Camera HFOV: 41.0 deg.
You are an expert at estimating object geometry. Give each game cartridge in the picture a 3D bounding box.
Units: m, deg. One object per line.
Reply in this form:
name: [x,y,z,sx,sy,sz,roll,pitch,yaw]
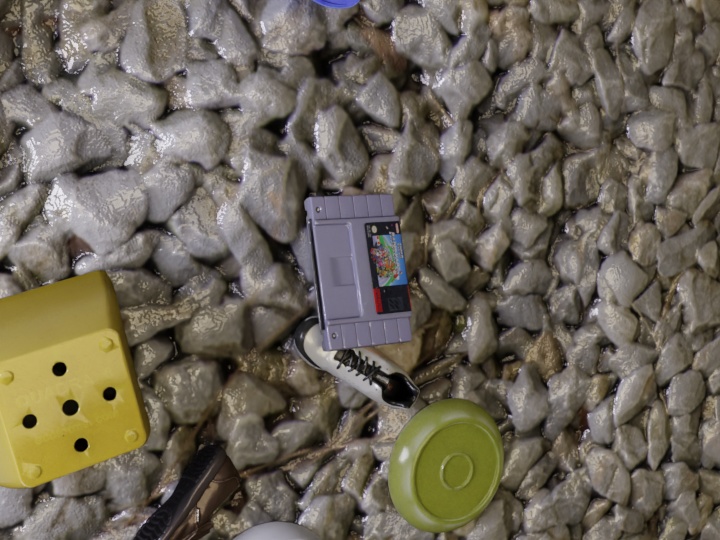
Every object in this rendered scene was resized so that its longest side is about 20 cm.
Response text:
game cartridge: [0.000,0.000,1.267,0.128,0.038,0.202,-5,83,-22]

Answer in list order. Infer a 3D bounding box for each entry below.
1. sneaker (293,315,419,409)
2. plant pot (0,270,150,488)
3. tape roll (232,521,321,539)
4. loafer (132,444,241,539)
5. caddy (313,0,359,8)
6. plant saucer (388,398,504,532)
sneaker: [0.000,0.123,1.287,0.199,0.080,0.074,31,85,-24]
plant pot: [-0.335,0.132,1.065,0.198,0.176,0.202,-17,105,-23]
tape roll: [-0.109,0.441,1.277,0.201,0.071,0.205,-3,98,-26]
loafer: [-0.216,0.318,1.205,0.071,0.073,0.201,42,78,-23]
caddy: [-0.056,-0.413,1.177,0.199,0.105,0.142,29,106,-27]
plant saucer: [0.134,0.288,1.402,0.198,0.031,0.202,-3,97,-26]
